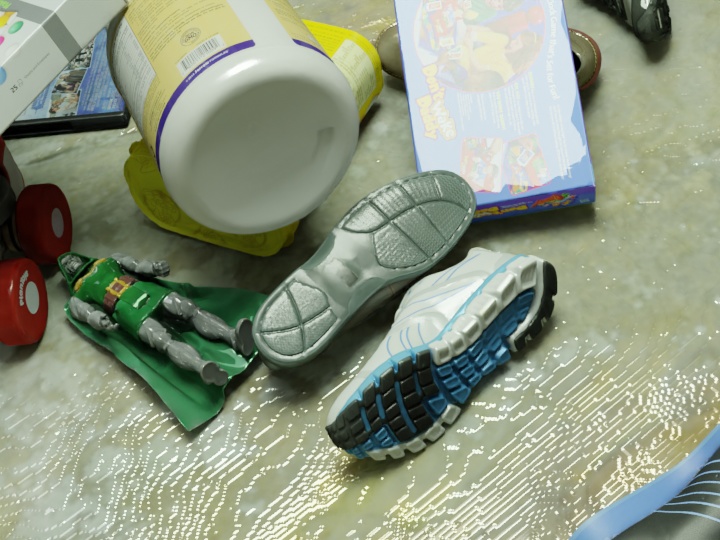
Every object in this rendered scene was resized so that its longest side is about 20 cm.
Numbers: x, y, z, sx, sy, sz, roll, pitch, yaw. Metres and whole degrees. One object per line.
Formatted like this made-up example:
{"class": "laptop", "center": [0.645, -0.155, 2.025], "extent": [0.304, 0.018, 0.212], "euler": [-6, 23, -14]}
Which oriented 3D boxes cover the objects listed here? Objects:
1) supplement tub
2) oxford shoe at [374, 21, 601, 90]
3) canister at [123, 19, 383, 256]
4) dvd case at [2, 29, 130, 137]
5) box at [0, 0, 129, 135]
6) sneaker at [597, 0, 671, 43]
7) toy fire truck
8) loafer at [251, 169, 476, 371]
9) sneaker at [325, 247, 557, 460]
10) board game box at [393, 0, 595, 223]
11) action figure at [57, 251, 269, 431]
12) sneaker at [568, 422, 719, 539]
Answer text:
{"class": "supplement tub", "center": [-0.100, -0.139, 0.856], "extent": [0.144, 0.146, 0.201], "euler": [-24, 48, -10]}
{"class": "oxford shoe", "center": [0.102, -0.187, 1.005], "extent": [0.197, 0.072, 0.075], "euler": [4, 10, 17]}
{"class": "canister", "center": [-0.082, -0.120, 0.996], "extent": [0.147, 0.087, 0.201], "euler": [15, 52, 23]}
{"class": "dvd case", "center": [-0.307, -0.183, 1.147], "extent": [0.197, 0.018, 0.144], "euler": [-4, 49, 8]}
{"class": "box", "center": [-0.278, -0.145, 0.839], "extent": [0.155, 0.041, 0.201], "euler": [23, 68, 43]}
{"class": "sneaker", "center": [0.228, -0.262, 1.069], "extent": [0.078, 0.074, 0.202], "euler": [-18, 41, 9]}
{"class": "toy fire truck", "center": [-0.311, -0.040, 0.919], "extent": [0.110, 0.169, 0.202], "euler": [-4, 48, 9]}
{"class": "loafer", "center": [0.000, 0.000, 0.873], "extent": [0.199, 0.063, 0.072], "euler": [-39, 79, -16]}
{"class": "sneaker", "center": [0.045, 0.053, 0.834], "extent": [0.199, 0.076, 0.086], "euler": [-37, 38, -23]}
{"class": "board game box", "center": [0.103, -0.144, 0.936], "extent": [0.132, 0.045, 0.203], "euler": [-9, 76, 9]}
{"class": "action figure", "center": [-0.165, 0.030, 0.906], "extent": [0.198, 0.055, 0.118], "euler": [23, 60, 34]}
{"class": "sneaker", "center": [0.217, 0.147, 0.707], "extent": [0.199, 0.070, 0.078], "euler": [-33, 54, -9]}
